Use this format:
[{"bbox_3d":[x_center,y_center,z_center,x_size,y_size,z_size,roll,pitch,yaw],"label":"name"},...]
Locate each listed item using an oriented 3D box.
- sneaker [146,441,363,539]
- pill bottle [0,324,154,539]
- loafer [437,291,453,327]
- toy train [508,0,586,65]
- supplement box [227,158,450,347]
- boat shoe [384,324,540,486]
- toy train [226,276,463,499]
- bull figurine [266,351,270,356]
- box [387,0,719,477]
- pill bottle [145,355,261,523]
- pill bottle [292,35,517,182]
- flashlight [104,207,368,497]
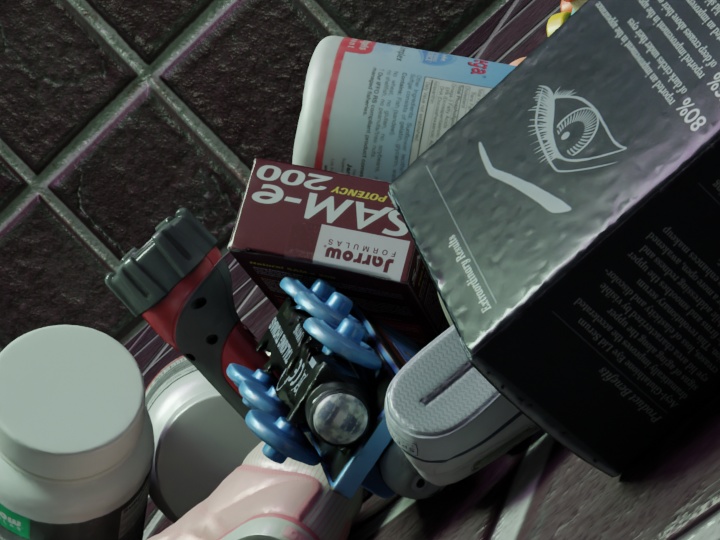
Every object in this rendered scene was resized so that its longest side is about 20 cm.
[{"bbox_3d":[-0.074,0.160,1.221,0.200,0.075,0.105,-28,20,41],"label":"sneaker"},{"bbox_3d":[-0.188,0.128,1.326,0.113,0.113,0.200,-49,-17,-34],"label":"pill bottle"},{"bbox_3d":[0.099,0.006,1.161,0.063,0.072,0.200,-26,0,19],"label":"loafer"},{"bbox_3d":[0.103,-0.148,1.391,0.200,0.056,0.150,-45,36,-7],"label":"toy train"},{"bbox_3d":[0.000,0.000,1.268,0.200,0.109,0.061,58,-136,-71],"label":"supplement box"},{"bbox_3d":[0.096,0.030,1.045,0.200,0.074,0.067,-33,-33,-10],"label":"boat shoe"},{"bbox_3d":[-0.003,0.067,1.143,0.087,0.114,0.200,-58,14,5],"label":"toy train"},{"bbox_3d":[-0.067,0.096,1.632,0.121,0.065,0.200,-43,8,-26],"label":"bull figurine"},{"bbox_3d":[0.128,-0.038,0.912,0.200,0.104,0.148,-42,33,14],"label":"box"},{"bbox_3d":[-0.094,0.118,1.430,0.116,0.116,0.200,-44,7,-2],"label":"pill bottle"},{"bbox_3d":[0.064,-0.075,1.283,0.109,0.200,0.109,10,-90,-86],"label":"pill bottle"},{"bbox_3d":[-0.061,0.055,1.255,0.068,0.200,0.068,-44,6,-2],"label":"flashlight"}]
